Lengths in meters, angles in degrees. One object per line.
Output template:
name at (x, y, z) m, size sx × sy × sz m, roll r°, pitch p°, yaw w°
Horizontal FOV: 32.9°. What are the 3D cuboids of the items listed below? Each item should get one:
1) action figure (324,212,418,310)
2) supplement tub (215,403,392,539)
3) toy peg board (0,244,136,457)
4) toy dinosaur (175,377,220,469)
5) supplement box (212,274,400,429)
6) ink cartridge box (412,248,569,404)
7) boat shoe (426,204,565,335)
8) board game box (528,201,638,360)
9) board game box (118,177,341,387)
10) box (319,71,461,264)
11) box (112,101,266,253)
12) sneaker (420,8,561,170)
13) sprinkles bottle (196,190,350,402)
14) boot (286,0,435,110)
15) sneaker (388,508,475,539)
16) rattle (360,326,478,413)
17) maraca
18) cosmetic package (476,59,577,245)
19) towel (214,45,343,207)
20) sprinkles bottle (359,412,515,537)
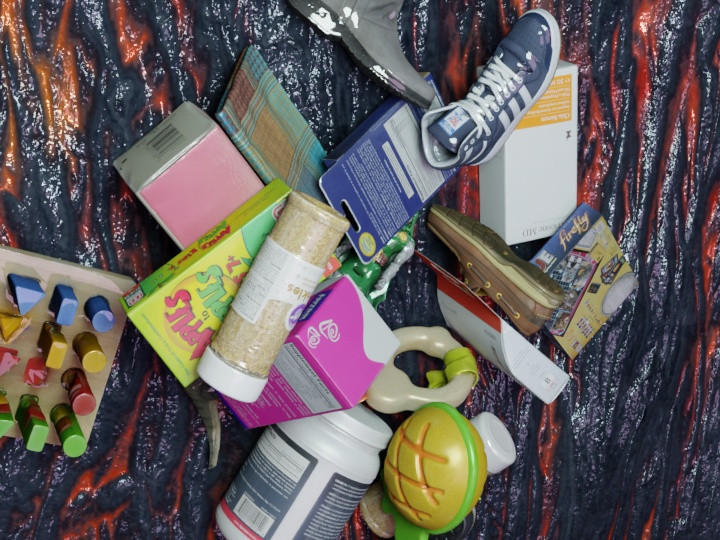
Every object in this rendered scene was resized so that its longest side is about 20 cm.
action figure at (0.000, 0.000, 1.394) m, size 0.118 × 0.055 × 0.200 m, roll 39°, pitch 75°, yaw 2°
supplement tub at (-0.065, 0.241, 1.412) m, size 0.140 × 0.140 × 0.201 m, roll 30°, pitch 95°, yaw -29°
toy peg board at (-0.346, 0.093, 1.263) m, size 0.198 × 0.098 × 0.201 m, roll 15°, pitch 102°, yaw -28°
toy dinosaur at (-0.166, 0.127, 1.386) m, size 0.087 × 0.048 × 0.202 m, roll -22°, pitch 118°, yaw -8°
supplement box at (-0.069, 0.090, 1.293) m, size 0.104 × 0.199 × 0.101 m, roll 53°, pitch 51°, yaw -17°
ink cartridge box at (0.134, 0.062, 1.425) m, size 0.199 × 0.162 × 0.057 m, roll 35°, pitch 91°, yaw -30°
boat shoe at (0.142, -0.003, 1.398) m, size 0.072 × 0.200 × 0.068 m, roll 2°, pitch 124°, yaw -55°
board game box at (0.265, 0.017, 1.493) m, size 0.136 × 0.035 × 0.200 m, roll -48°, pitch 145°, yaw -2°
board game box at (-0.128, 0.012, 1.212) m, size 0.199 × 0.048 × 0.102 m, roll -38°, pitch 119°, yaw -6°
box at (0.034, -0.114, 1.360) m, size 0.200 × 0.032 × 0.122 m, roll -46°, pitch 122°, yaw -28°
box at (-0.149, -0.059, 1.278) m, size 0.109 × 0.128 × 0.201 m, roll -40°, pitch 119°, yaw -5°
sneaker at (0.136, -0.188, 1.309) m, size 0.108 × 0.070 × 0.201 m, roll -19°, pitch 147°, yaw -47°
sprinkles bottle at (-0.084, 0.025, 1.169) m, size 0.068 × 0.068 × 0.202 m, roll 25°, pitch 98°, yaw -28°
boot at (0.031, -0.276, 1.295) m, size 0.199 × 0.070 × 0.132 m, roll 39°, pitch 90°, yaw -15°
sneaker at (0.079, 0.356, 1.556) m, size 0.200 × 0.083 × 0.072 m, roll -40°, pitch 79°, yaw 16°
rattle at (0.035, 0.153, 1.453) m, size 0.199 × 0.131 × 0.143 m, roll -23°, pitch 159°, yaw -32°
maraca at (0.075, 0.235, 1.377) m, size 0.106 × 0.138 × 0.201 m, roll 1°, pitch 138°, yaw -30°
cosmetic package at (0.196, -0.142, 1.434) m, size 0.100 × 0.071 × 0.202 m, roll -12°, pitch 113°, yaw -20°
towel at (-0.076, -0.126, 1.288) m, size 0.022 × 0.147 × 0.201 m, roll -22°, pitch 121°, yaw 24°
sprinkles bottle at (0.091, 0.249, 1.472) m, size 0.199 × 0.069 × 0.068 m, roll -37°, pitch 122°, yaw 24°
